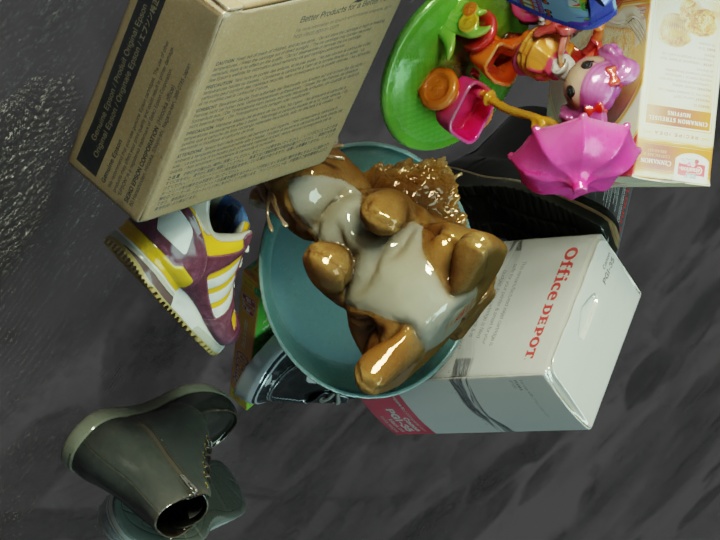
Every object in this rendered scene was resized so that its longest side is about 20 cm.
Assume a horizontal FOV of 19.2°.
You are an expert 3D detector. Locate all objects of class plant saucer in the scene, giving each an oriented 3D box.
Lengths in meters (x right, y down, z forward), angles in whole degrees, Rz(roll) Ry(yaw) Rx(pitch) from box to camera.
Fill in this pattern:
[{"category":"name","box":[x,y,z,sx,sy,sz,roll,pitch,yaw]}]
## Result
[{"category":"plant saucer","box":[0.000,0.000,1.660,0.200,0.200,0.036,-39,-163,-27]}]

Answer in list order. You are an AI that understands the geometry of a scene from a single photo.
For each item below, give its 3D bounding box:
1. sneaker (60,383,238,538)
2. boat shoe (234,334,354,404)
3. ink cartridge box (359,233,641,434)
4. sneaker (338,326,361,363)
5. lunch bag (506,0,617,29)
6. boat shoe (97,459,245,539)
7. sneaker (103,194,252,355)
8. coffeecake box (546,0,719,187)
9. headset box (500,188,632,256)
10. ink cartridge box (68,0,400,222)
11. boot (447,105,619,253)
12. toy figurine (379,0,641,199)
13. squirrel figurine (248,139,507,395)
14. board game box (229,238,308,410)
[{"category":"sneaker","box":[-0.141,0.156,1.683,0.200,0.106,0.075,-13,138,-58]},{"category":"boat shoe","box":[-0.026,0.080,1.770,0.200,0.068,0.072,-17,142,-57]},{"category":"ink cartridge box","box":[0.110,0.055,1.734,0.083,0.200,0.147,51,50,-36]},{"category":"sneaker","box":[0.007,-0.011,1.734,0.200,0.070,0.076,-59,147,-40]},{"category":"lunch bag","box":[0.084,-0.229,1.346,0.094,0.200,0.151,-46,160,-7]},{"category":"boat shoe","box":[-0.164,0.203,1.773,0.065,0.074,0.202,-32,173,20]},{"category":"sneaker","box":[-0.108,-0.005,1.520,0.090,0.075,0.200,-43,160,-3]},{"category":"coffeecake box","box":[0.214,-0.167,1.665,0.073,0.153,0.200,6,89,-23]},{"category":"headset box","box":[0.189,-0.036,1.999,0.200,0.075,0.149,11,92,-67]},{"category":"ink cartridge box","box":[-0.075,-0.133,1.366,0.200,0.075,0.165,-21,144,-51]},{"category":"boot","box":[0.163,-0.084,1.797,0.138,0.200,0.078,-43,134,-29]},{"category":"toy figurine","box":[0.143,-0.139,1.602,0.200,0.184,0.150,-56,143,5]},{"category":"squirrel figurine","box":[0.008,-0.027,1.571,0.142,0.187,0.200,-54,166,15]},{"category":"board game box","box":[-0.061,0.029,1.740,0.096,0.030,0.200,-39,160,-30]}]
